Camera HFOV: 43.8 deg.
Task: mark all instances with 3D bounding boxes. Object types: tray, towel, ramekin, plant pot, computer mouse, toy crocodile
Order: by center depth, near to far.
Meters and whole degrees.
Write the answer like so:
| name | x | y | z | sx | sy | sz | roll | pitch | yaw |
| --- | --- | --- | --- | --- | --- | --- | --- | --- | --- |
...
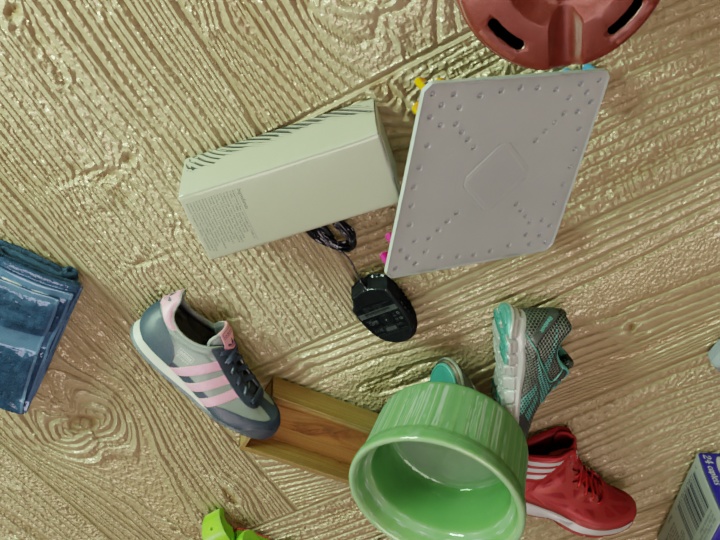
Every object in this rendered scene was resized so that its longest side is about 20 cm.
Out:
| name | x | y | z | sx | sy | sz | roll | pitch | yaw |
| --- | --- | --- | --- | --- | --- | --- | --- | --- | --- |
| plant pot | 0.127 | -0.256 | 0.646 | 0.196 | 0.197 | 0.204 | -2 | 128 | -3 |
| computer mouse | 0.000 | 0.000 | 0.943 | 0.058 | 0.034 | 0.201 | -16 | 123 | 30 |
| towel | -0.377 | 0.064 | 0.951 | 0.110 | 0.049 | 0.201 | 23 | 123 | -19 |
| ramekin | 0.093 | 0.220 | 0.995 | 0.196 | 0.098 | 0.203 | 12 | 131 | 14 |
| tray | -0.038 | 0.202 | 1.088 | 0.197 | 0.037 | 0.099 | 23 | 123 | -19 |
| toy crocodile | -0.136 | 0.387 | 1.213 | 0.067 | 0.062 | 0.199 | -38 | 125 | 23 |

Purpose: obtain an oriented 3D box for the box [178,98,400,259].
| name | x | y | z | sx | sy | sz | roll | pitch | yaw |
| --- | --- | --- | --- | --- | --- | --- | --- | --- | --- |
| box | -0.066 | -0.085 | 0.845 | 0.196 | 0.069 | 0.083 | -15 | 128 | 8 |

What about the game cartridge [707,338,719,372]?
| name | x | y | z | sx | sy | sz | roll | pitch | yaw |
| --- | --- | --- | --- | --- | --- | --- | --- | --- | --- |
| game cartridge | 0.508 | 0.072 | 1.025 | 0.132 | 0.041 | 0.200 | 37 | 117 | -23 |

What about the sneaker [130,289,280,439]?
| name | x | y | z | sx | sy | sz | roll | pitch | yaw |
| --- | --- | --- | --- | --- | --- | --- | --- | --- | --- |
| sneaker | -0.151 | 0.103 | 0.967 | 0.199 | 0.071 | 0.082 | 40 | 116 | -17 |

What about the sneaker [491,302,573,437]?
| name | x | y | z | sx | sy | sz | roll | pitch | yaw |
| --- | --- | --- | --- | --- | --- | --- | --- | --- | --- |
| sneaker | 0.199 | 0.122 | 1.020 | 0.089 | 0.078 | 0.203 | -7 | 129 | -3 |

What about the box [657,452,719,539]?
| name | x | y | z | sx | sy | sz | roll | pitch | yaw |
| --- | --- | --- | --- | --- | --- | --- | --- | --- | --- |
| box | 0.526 | 0.345 | 1.191 | 0.196 | 0.106 | 0.187 | 2 | 128 | -6 |

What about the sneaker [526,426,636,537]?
| name | x | y | z | sx | sy | sz | roll | pitch | yaw |
| --- | --- | --- | --- | --- | --- | --- | --- | --- | --- |
| sneaker | 0.278 | 0.267 | 1.132 | 0.196 | 0.079 | 0.117 | 11 | 128 | -13 |

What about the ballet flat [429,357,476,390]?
| name | x | y | z | sx | sy | sz | roll | pitch | yaw |
| --- | --- | --- | --- | --- | --- | --- | --- | --- | --- |
| ballet flat | 0.114 | 0.172 | 1.068 | 0.063 | 0.067 | 0.203 | -18 | 133 | -25 |

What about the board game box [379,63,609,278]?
| name | x | y | z | sx | sy | sz | roll | pitch | yaw |
| --- | --- | --- | --- | --- | --- | --- | --- | --- | --- |
| board game box | 0.121 | -0.093 | 0.835 | 0.196 | 0.026 | 0.203 | -10 | 131 | -25 |
